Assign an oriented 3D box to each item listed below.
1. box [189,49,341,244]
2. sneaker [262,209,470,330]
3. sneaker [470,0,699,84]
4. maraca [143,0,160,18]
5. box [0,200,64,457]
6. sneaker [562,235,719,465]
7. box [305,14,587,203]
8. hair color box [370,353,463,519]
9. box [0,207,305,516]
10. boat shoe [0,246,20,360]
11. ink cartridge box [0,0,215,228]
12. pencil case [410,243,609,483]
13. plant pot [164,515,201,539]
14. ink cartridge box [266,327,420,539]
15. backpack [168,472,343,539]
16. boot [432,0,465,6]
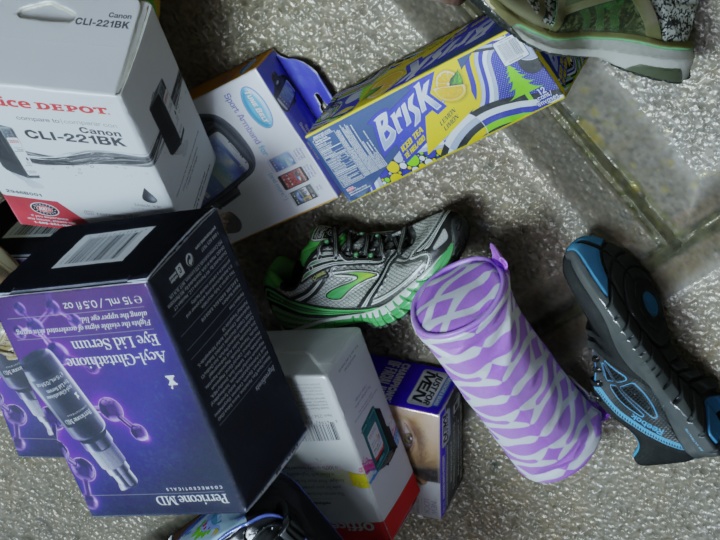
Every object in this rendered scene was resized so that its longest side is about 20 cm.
[{"bbox_3d":[-0.098,-0.087,1.595,0.199,0.042,0.119,-22,110,36],"label":"box"},{"bbox_3d":[0.000,0.000,1.581,0.199,0.078,0.085,-27,107,36],"label":"sneaker"},{"bbox_3d":[0.149,-0.188,1.358,0.077,0.199,0.089,43,118,49],"label":"sneaker"},{"bbox_3d":[-0.232,-0.222,1.528,0.199,0.107,0.138,28,142,16],"label":"maraca"},{"bbox_3d":[-0.228,0.047,1.701,0.147,0.104,0.201,-3,119,26],"label":"box"},{"bbox_3d":[0.196,0.067,1.537,0.082,0.073,0.201,-21,109,36],"label":"sneaker"},{"bbox_3d":[0.061,-0.125,1.476,0.199,0.070,0.064,-24,111,34],"label":"box"},{"bbox_3d":[-0.018,0.123,1.679,0.199,0.065,0.110,10,125,17],"label":"hair color box"},{"bbox_3d":[-0.151,0.070,1.503,0.147,0.104,0.201,-7,117,32],"label":"box"},{"bbox_3d":[-0.262,0.042,1.605,0.200,0.065,0.072,38,128,-2],"label":"boat shoe"},{"bbox_3d":[-0.202,-0.111,1.492,0.143,0.084,0.200,6,151,15],"label":"ink cartridge box"},{"bbox_3d":[0.114,0.075,1.538,0.085,0.084,0.200,-34,130,5],"label":"pencil case"},{"bbox_3d":[-0.106,0.287,1.750,0.200,0.200,0.198,43,123,-6],"label":"plant pot"},{"bbox_3d":[-0.031,0.146,1.614,0.115,0.067,0.201,-3,122,30],"label":"ink cartridge box"},{"bbox_3d":[-0.087,0.271,1.564,0.200,0.147,0.183,-38,104,8],"label":"backpack"},{"bbox_3d":[0.074,-0.241,1.334,0.064,0.187,0.201,11,125,-10],"label":"boot"}]
